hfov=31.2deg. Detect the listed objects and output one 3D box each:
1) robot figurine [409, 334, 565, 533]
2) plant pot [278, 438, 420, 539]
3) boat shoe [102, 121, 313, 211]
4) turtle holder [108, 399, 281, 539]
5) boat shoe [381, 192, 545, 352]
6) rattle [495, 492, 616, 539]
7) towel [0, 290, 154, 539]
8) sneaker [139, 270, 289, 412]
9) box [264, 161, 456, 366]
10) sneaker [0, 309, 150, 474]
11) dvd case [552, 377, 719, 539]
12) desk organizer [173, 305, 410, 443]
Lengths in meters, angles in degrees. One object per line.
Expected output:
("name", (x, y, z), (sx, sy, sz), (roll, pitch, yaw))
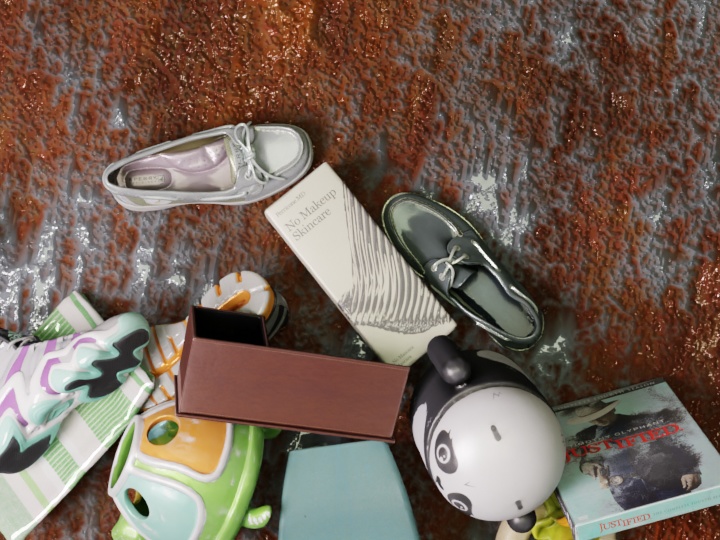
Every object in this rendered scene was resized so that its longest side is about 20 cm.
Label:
("robot figurine", (0.108, 0.144, 1.155), (0.150, 0.200, 0.125), (25, 99, -12))
("plant pot", (-0.008, 0.261, 1.185), (0.140, 0.141, 0.201), (-8, 80, 0))
("boat shoe", (-0.145, -0.099, 1.237), (0.201, 0.065, 0.075), (-8, 87, 0))
("turtle holder", (-0.162, 0.190, 1.188), (0.131, 0.185, 0.142), (18, 70, -17))
("boat shoe", (0.100, -0.002, 1.233), (0.073, 0.062, 0.200), (-44, 88, -2))
("rattle", (0.189, 0.303, 1.178), (0.130, 0.143, 0.201), (32, 77, -34))
("towel", (-0.297, 0.134, 1.218), (0.200, 0.023, 0.153), (-46, 61, -1))
("sneaker", (-0.150, 0.077, 1.227), (0.199, 0.077, 0.079), (-31, 66, 17))
("box", (0.000, 0.000, 1.230), (0.082, 0.068, 0.200), (-40, 88, -2))
("sneaker", (-0.296, 0.074, 1.184), (0.200, 0.078, 0.140), (-40, 63, 3))
("dvd case", (0.237, 0.165, 1.161), (0.145, 0.200, 0.022), (-15, 111, 0))
("desk organizer", (-0.062, 0.092, 1.153), (0.199, 0.072, 0.077), (9, 112, -13))
